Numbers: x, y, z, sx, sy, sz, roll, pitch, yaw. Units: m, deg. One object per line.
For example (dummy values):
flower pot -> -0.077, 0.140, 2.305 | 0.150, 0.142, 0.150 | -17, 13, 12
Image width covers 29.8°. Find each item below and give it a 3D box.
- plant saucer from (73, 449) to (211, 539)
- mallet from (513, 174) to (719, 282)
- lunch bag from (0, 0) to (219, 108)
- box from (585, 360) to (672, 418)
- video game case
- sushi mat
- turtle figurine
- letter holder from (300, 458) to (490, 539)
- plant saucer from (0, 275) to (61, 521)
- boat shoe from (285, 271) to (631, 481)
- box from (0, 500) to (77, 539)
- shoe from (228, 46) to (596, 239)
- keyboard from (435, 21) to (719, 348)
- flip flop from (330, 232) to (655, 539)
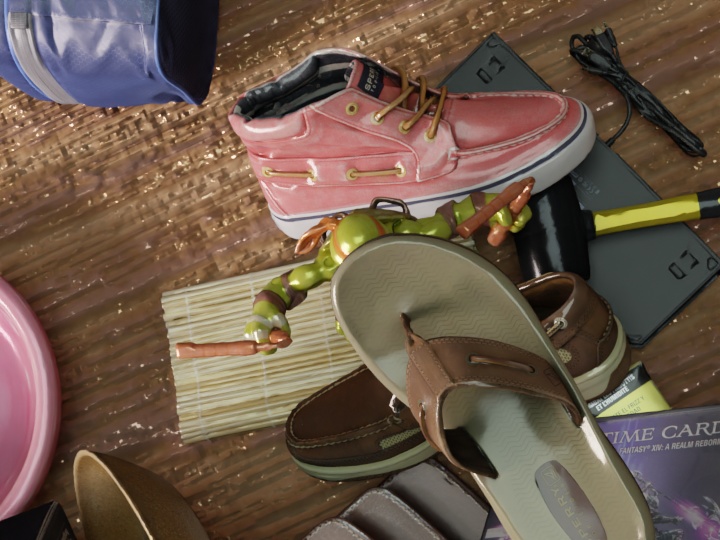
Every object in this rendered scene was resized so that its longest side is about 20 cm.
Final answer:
plant saucer -> -0.098, 0.183, 0.726 | 0.035, 0.200, 0.201 | -21, 78, -23
mallet -> 0.185, -0.025, 0.766 | 0.199, 0.041, 0.066 | -3, 85, 8
lunch bag -> -0.158, -0.202, 0.803 | 0.132, 0.136, 0.201 | 4, 82, 7
box -> 0.189, 0.147, 0.741 | 0.050, 0.075, 0.200 | -33, 78, 1
video game case -> 0.111, 0.152, 0.638 | 0.142, 0.019, 0.200 | -12, 40, 37
sushi mat -> -0.019, 0.039, 0.813 | 0.199, 0.012, 0.096 | -12, 80, 6
turtle figurine -> 0.000, 0.000, 0.726 | 0.199, 0.161, 0.065 | -28, 75, 2
letter holder -> 0.050, 0.211, 0.737 | 0.142, 0.101, 0.200 | -41, 79, -2
plant saucer -> -0.274, 0.085, 0.821 | 0.199, 0.051, 0.202 | -1, 82, 6
boat shoe -> 0.041, 0.051, 0.741 | 0.202, 0.075, 0.075 | -23, 38, 14
box -> -0.222, 0.261, 0.722 | 0.196, 0.117, 0.201 | -20, 103, 3
shoe -> 0.027, -0.082, 0.765 | 0.199, 0.091, 0.072 | -13, 41, 17
keyboard -> 0.138, -0.064, 0.805 | 0.127, 0.021, 0.200 | -44, 80, 6
flip flop -> 0.060, 0.065, 0.616 | 0.081, 0.058, 0.200 | -37, 80, 13
